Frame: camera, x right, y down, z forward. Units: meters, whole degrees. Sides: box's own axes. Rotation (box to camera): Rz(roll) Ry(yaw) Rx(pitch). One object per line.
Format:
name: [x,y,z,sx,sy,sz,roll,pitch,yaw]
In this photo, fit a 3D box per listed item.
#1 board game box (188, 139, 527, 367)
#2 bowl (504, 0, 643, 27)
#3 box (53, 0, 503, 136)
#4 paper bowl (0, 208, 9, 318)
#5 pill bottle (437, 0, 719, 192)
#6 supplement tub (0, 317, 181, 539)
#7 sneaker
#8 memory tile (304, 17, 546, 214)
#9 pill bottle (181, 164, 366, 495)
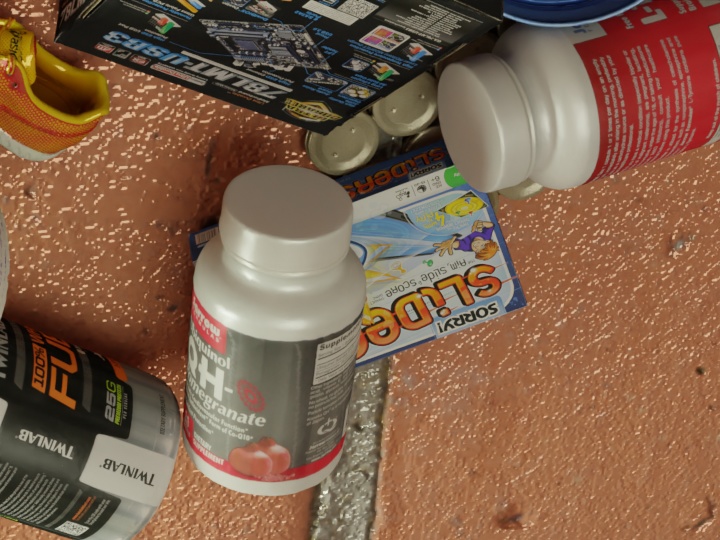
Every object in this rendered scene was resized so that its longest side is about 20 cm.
board game box: [0.000,0.000,1.342,0.199,0.035,0.136,-21,127,5]
bowl: [0.121,-0.251,1.201,0.199,0.039,0.202,-1,105,-5]
box: [-0.050,-0.159,1.163,0.199,0.050,0.198,18,155,-28]
paper bowl: [-0.295,0.009,1.160,0.200,0.201,0.104,-41,151,9]
pill bottle: [0.155,-0.117,1.270,0.199,0.112,0.113,-18,127,-22]
supplement tub: [-0.227,0.098,1.286,0.199,0.123,0.123,23,112,-32]
sneaker: [-0.235,-0.130,1.159,0.199,0.073,0.077,19,139,-40]
memory tile: [0.071,-0.093,1.339,0.199,0.017,0.154,-33,127,1]
pill bottle: [-0.055,0.037,1.266,0.110,0.111,0.201,-5,128,-17]
